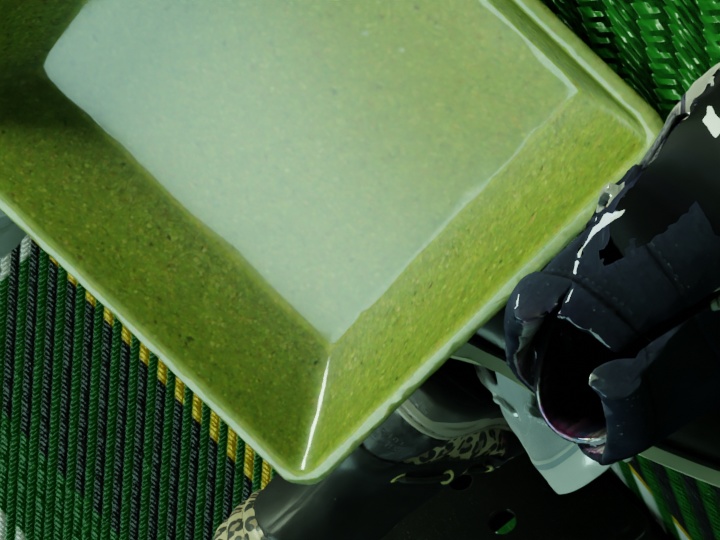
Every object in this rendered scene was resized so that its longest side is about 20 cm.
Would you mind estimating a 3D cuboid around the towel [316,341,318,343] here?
[{"bbox_3d":[-0.031,-0.056,0.726,0.036,0.149,0.200,8,-153,-47],"label":"towel"}]

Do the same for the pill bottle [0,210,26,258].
[{"bbox_3d":[-0.175,-0.093,0.826,0.114,0.114,0.200,46,146,15],"label":"pill bottle"}]

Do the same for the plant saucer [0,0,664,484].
[{"bbox_3d":[-0.027,-0.058,0.614,0.200,0.200,0.048,43,-145,-1],"label":"plant saucer"}]

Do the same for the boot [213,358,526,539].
[{"bbox_3d":[0.015,0.106,0.980,0.073,0.151,0.200,48,-168,15],"label":"boot"}]

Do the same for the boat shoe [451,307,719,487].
[{"bbox_3d":[0.086,0.026,0.699,0.201,0.063,0.074,28,-176,22],"label":"boat shoe"}]

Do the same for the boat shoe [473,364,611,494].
[{"bbox_3d":[0.089,0.046,0.852,0.069,0.072,0.200,45,-176,-5],"label":"boat shoe"}]

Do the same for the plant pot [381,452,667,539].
[{"bbox_3d":[0.101,0.209,1.215,0.199,0.199,0.178,43,161,37],"label":"plant pot"}]

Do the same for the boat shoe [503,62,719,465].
[{"bbox_3d":[0.085,0.016,0.542,0.075,0.093,0.200,45,173,20],"label":"boat shoe"}]
